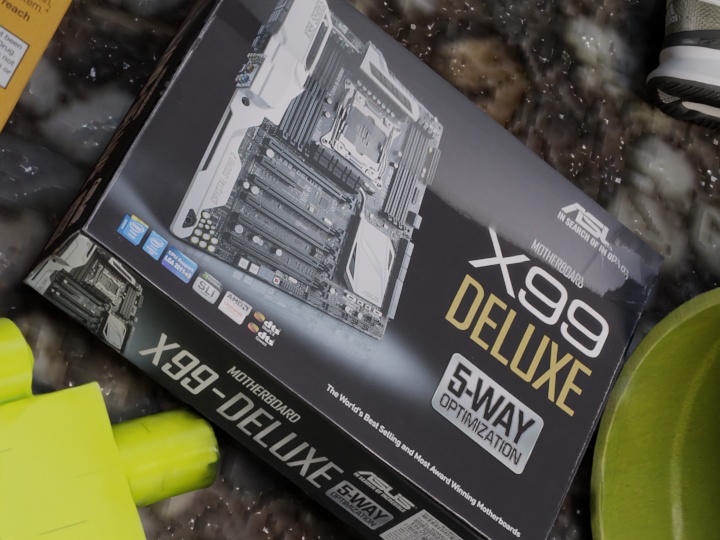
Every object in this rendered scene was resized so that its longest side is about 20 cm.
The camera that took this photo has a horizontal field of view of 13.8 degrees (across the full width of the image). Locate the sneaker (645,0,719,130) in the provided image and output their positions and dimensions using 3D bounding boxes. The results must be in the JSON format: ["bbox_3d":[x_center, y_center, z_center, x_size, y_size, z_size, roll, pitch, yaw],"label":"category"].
[{"bbox_3d":[0.216,-0.100,1.191,0.200,0.076,0.116,15,80,-21],"label":"sneaker"}]

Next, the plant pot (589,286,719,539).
[{"bbox_3d":[0.223,0.085,1.102,0.193,0.200,0.201,-14,83,-42],"label":"plant pot"}]

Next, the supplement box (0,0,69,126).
[{"bbox_3d":[-0.131,-0.107,1.020,0.069,0.067,0.200,31,65,-17],"label":"supplement box"}]

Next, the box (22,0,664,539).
[{"bbox_3d":[0.000,0.000,1.061,0.200,0.050,0.158,38,51,-13],"label":"box"}]

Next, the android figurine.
[{"bbox_3d":[-0.129,0.110,0.987,0.200,0.041,0.182,-12,83,-31],"label":"android figurine"}]
